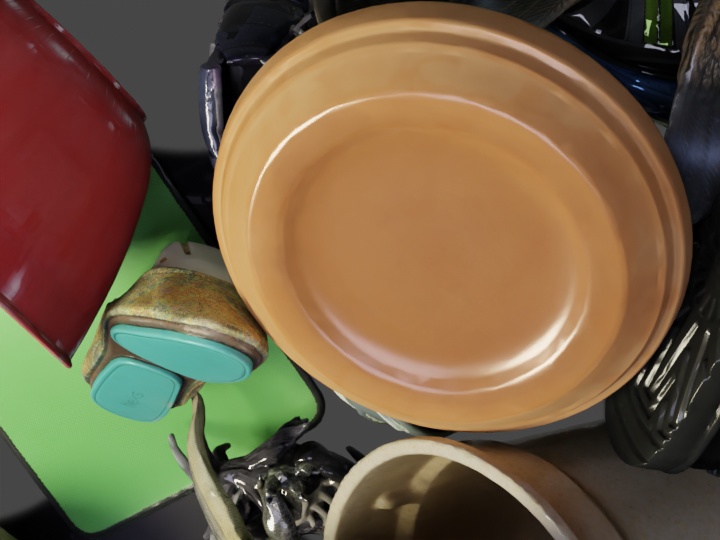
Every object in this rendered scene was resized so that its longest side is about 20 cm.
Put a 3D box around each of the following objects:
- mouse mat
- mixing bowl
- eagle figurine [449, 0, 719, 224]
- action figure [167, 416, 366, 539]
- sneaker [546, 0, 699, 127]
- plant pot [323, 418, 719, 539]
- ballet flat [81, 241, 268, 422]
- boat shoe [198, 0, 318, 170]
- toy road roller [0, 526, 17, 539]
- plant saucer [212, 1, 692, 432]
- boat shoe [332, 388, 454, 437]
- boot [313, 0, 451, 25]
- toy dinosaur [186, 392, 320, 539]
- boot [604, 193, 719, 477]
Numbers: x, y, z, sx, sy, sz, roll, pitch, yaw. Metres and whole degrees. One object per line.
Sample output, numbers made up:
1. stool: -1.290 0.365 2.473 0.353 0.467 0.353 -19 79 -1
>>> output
1. mouse mat: -0.131 0.028 1.309 0.161 0.008 0.200 -28 106 21
2. mixing bowl: -0.167 -0.063 1.187 0.200 0.200 0.108 43 85 -10
3. eagle figurine: 0.144 -0.142 1.085 0.151 0.152 0.200 9 128 -31
4. action figure: -0.013 0.146 1.288 0.200 0.102 0.119 31 131 -7
5. sneaker: 0.135 -0.109 1.167 0.199 0.071 0.083 24 85 9
6. plant pot: 0.115 0.143 1.195 0.200 0.183 0.201 26 125 43
7. ballet flat: -0.083 0.021 1.205 0.070 0.200 0.071 4 78 -16
8. boat shoe: -0.034 -0.027 1.216 0.074 0.093 0.200 -8 113 15
9. toy road roller: -0.226 0.217 1.338 0.123 0.146 0.200 40 116 -8
10. plant saucer: 0.033 -0.012 1.074 0.200 0.037 0.201 8 124 12
11. boat shoe: 0.000 0.000 1.160 0.073 0.062 0.200 -38 135 -14
12. boot: 0.049 -0.038 1.191 0.200 0.073 0.151 45 158 29
13. toy dinosaur: -0.043 0.135 1.208 0.047 0.200 0.088 -12 162 -23
14. boot: 0.213 0.018 1.097 0.157 0.080 0.211 14 133 -24
